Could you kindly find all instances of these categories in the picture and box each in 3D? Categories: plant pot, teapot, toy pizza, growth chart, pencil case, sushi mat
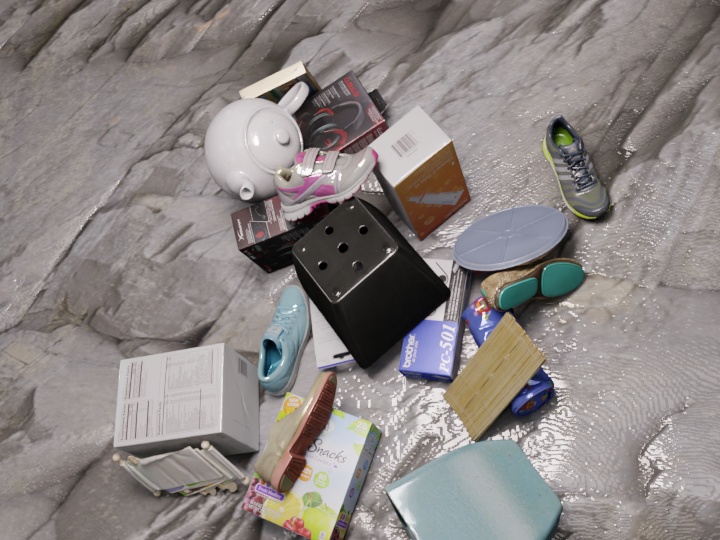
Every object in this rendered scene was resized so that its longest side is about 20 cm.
[{"bbox_3d":[0.175,0.355,1.116,0.198,0.197,0.197,-33,61,-9],"label":"plant pot"},{"bbox_3d":[-0.169,-0.223,1.382,0.145,0.195,0.204,-15,87,52],"label":"teapot"},{"bbox_3d":[0.249,-0.048,1.304,0.196,0.032,0.201,-18,25,9],"label":"toy pizza"},{"bbox_3d":[-0.295,0.337,1.308,0.196,0.146,0.018,-13,41,18],"label":"growth chart"},{"bbox_3d":[0.237,0.129,1.250,0.085,0.078,0.202,-22,61,-6],"label":"pencil case"},{"bbox_3d":[0.203,0.166,1.211,0.096,0.012,0.201,56,129,33],"label":"sushi mat"},{"bbox_3d":[0.000,0.000,1.284,0.199,0.178,0.201,-39,58,-1],"label":"plant pot"}]

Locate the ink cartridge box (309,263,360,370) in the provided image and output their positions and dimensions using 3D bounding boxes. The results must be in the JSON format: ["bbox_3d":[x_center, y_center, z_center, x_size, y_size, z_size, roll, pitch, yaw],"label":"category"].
[{"bbox_3d":[-0.038,0.076,1.388,0.097,0.039,0.204,-13,63,13],"label":"ink cartridge box"}]

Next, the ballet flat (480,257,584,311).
[{"bbox_3d":[0.272,0.013,1.260,0.197,0.072,0.065,-10,26,-31],"label":"ballet flat"}]

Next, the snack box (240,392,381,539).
[{"bbox_3d":[-0.079,0.323,1.277,0.166,0.068,0.203,14,70,24],"label":"snack box"}]

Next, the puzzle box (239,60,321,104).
[{"bbox_3d":[-0.146,-0.337,1.517,0.131,0.200,0.026,-24,85,7],"label":"puzzle box"}]

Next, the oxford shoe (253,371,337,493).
[{"bbox_3d":[-0.105,0.244,1.245,0.073,0.071,0.202,22,74,29],"label":"oxford shoe"}]

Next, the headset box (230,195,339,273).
[{"bbox_3d":[-0.112,-0.080,1.415,0.196,0.149,0.076,-20,70,8],"label":"headset box"}]

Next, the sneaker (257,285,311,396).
[{"bbox_3d":[-0.135,0.113,1.379,0.072,0.082,0.204,0,67,17],"label":"sneaker"}]

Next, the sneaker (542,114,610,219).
[{"bbox_3d":[0.363,-0.177,1.338,0.073,0.081,0.203,-26,62,6],"label":"sneaker"}]

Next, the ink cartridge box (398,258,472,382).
[{"bbox_3d":[0.129,0.082,1.325,0.092,0.044,0.204,3,69,21],"label":"ink cartridge box"}]

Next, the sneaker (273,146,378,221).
[{"bbox_3d":[-0.064,-0.155,1.262,0.197,0.089,0.082,-23,28,24],"label":"sneaker"}]

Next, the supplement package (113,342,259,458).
[{"bbox_3d":[-0.291,0.231,1.340,0.196,0.152,0.154,-10,64,14],"label":"supplement package"}]

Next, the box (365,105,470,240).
[{"bbox_3d":[0.101,-0.163,1.352,0.124,0.200,0.098,-39,61,-1],"label":"box"}]

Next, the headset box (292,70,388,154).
[{"bbox_3d":[-0.040,-0.276,1.511,0.198,0.075,0.150,-32,61,4],"label":"headset box"}]
